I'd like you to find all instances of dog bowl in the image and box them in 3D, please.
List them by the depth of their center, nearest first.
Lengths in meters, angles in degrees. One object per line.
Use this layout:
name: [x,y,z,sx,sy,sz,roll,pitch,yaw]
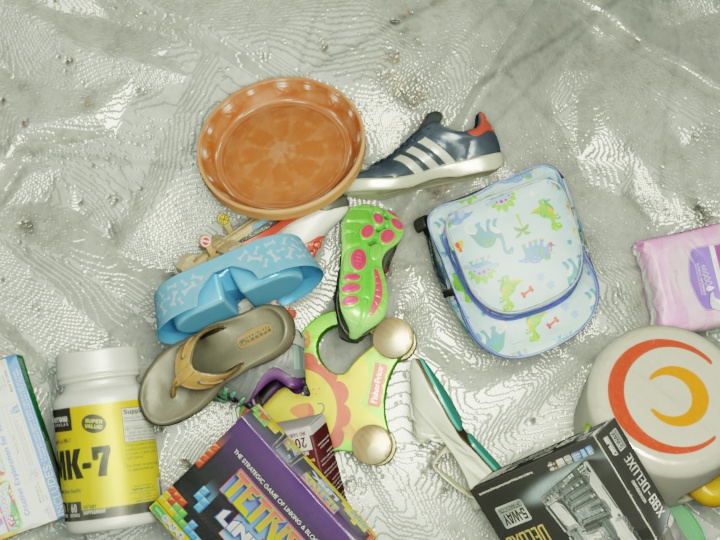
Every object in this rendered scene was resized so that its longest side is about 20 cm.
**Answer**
dog bowl: [-0.141,0.019,1.658,0.199,0.112,0.050,-24,70,3]

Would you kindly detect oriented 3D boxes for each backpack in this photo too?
backpack: [0.179,-0.002,1.702,0.182,0.147,0.201,-21,88,0]

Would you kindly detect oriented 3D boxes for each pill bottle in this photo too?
pill bottle: [-0.291,0.193,1.693,0.113,0.114,0.202,-8,84,-1]

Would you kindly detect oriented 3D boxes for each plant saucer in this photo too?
plant saucer: [-0.092,-0.141,1.733,0.198,0.032,0.202,-3,56,4]

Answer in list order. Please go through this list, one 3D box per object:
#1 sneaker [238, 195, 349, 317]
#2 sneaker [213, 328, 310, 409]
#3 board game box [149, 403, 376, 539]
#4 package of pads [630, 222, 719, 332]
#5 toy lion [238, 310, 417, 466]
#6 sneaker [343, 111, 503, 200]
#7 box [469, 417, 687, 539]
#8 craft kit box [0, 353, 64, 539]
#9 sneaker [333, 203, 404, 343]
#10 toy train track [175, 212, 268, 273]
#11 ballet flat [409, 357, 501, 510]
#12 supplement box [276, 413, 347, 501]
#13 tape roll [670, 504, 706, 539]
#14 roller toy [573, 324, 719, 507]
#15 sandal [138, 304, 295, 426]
sneaker: [-0.084,0.000,1.739,0.200,0.067,0.109,-28,86,0]
sneaker: [-0.154,0.129,1.697,0.198,0.074,0.088,-18,65,15]
board game box: [-0.108,0.277,1.632,0.200,0.057,0.165,47,110,4]
package of pads: [0.425,0.005,1.739,0.198,0.076,0.122,-12,87,-2]
toy lion: [-0.043,0.141,1.732,0.190,0.069,0.202,11,84,8]
sneaker: [0.066,-0.139,1.753,0.198,0.075,0.085,-12,86,-12]
box: [0.235,0.267,1.610,0.050,0.200,0.158,-29,88,-46]
craft kit box: [-0.457,0.224,1.724,0.196,0.049,0.202,-19,85,-5]
sneaker: [0.000,0.000,1.708,0.076,0.084,0.201,20,46,-5]
toy train track: [-0.134,-0.062,1.727,0.199,0.115,0.033,-34,110,-18]
ballet flat: [0.100,0.196,1.714,0.069,0.069,0.201,-36,99,-4]
supplement box: [-0.072,0.274,1.682,0.108,0.061,0.202,-13,96,17]
tape roll: [0.302,0.342,1.718,0.198,0.048,0.202,0,85,-1]
roller toy: [0.339,0.168,1.677,0.198,0.140,0.184,6,61,1]
sandal: [-0.163,0.101,1.647,0.199,0.055,0.082,-27,81,6]
